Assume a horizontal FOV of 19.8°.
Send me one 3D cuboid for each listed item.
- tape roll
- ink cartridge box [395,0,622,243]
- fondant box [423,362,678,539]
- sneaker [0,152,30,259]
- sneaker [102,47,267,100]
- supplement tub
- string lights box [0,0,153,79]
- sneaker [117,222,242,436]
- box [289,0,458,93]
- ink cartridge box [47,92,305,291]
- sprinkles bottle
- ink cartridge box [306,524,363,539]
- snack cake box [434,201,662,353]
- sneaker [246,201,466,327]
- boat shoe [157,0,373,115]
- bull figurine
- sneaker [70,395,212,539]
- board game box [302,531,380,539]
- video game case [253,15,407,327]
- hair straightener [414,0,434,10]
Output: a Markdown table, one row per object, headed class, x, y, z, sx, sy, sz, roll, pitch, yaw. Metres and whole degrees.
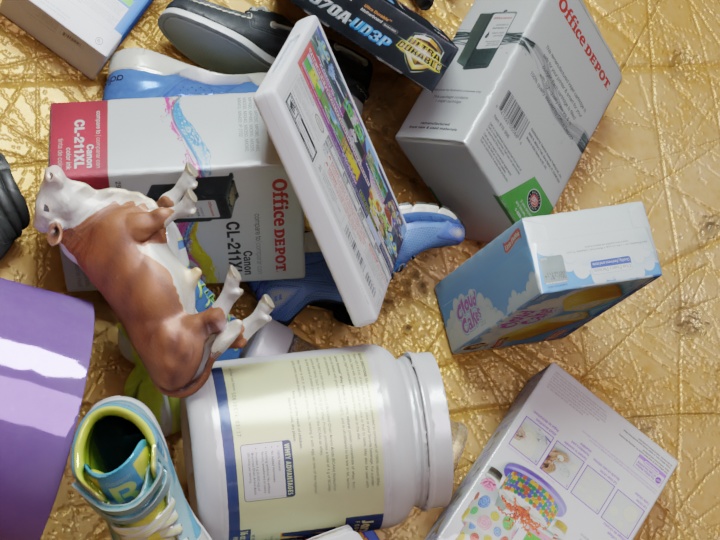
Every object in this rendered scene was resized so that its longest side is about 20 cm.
| class | x | y | z | sx | sy | sz | roll | pitch | yaw |
| --- | --- | --- | --- | --- | --- | --- | --- | --- | --- |
| tape roll | -0.268 | 0.110 | 1.558 | 0.084 | 0.200 | 0.202 | 15 | 69 | -15 |
| ink cartridge box | 0.134 | -0.144 | 1.808 | 0.201 | 0.083 | 0.147 | -59 | 135 | -25 |
| fondant box | 0.161 | 0.202 | 1.759 | 0.144 | 0.058 | 0.200 | 38 | 64 | -5 |
| sneaker | -0.348 | -0.083 | 1.665 | 0.099 | 0.071 | 0.200 | -42 | 96 | -27 |
| sneaker | -0.123 | -0.113 | 1.744 | 0.198 | 0.077 | 0.112 | 13 | 64 | -11 |
| supplement tub | -0.036 | 0.135 | 1.610 | 0.198 | 0.145 | 0.146 | -6 | 75 | -8 |
| string lights box | -0.211 | -0.276 | 1.776 | 0.102 | 0.059 | 0.201 | 36 | 65 | -6 |
| sneaker | -0.144 | 0.032 | 1.659 | 0.075 | 0.201 | 0.105 | 29 | 39 | 32 |
| box | 0.002 | -0.222 | 1.763 | 0.158 | 0.200 | 0.046 | 33 | 98 | -7 |
| ink cartridge box | -0.143 | -0.063 | 1.650 | 0.198 | 0.146 | 0.083 | -3 | 51 | -2 |
| sprinkles bottle | -0.009 | 0.114 | 1.720 | 0.199 | 0.068 | 0.069 | 29 | 66 | -9 |
| ink cartridge box | -0.074 | 0.300 | 1.567 | 0.084 | 0.199 | 0.146 | -6 | 70 | -63 |
| snack cake box | 0.155 | 0.009 | 1.738 | 0.114 | 0.200 | 0.068 | -9 | 77 | -21 |
| sneaker | 0.000 | 0.000 | 1.764 | 0.199 | 0.079 | 0.090 | -18 | 87 | -15 |
| boat shoe | -0.081 | -0.194 | 1.792 | 0.199 | 0.075 | 0.061 | 27 | 67 | -23 |
| bull figurine | -0.157 | -0.006 | 1.542 | 0.121 | 0.065 | 0.201 | -31 | 93 | 14 |
| sneaker | -0.154 | 0.184 | 1.477 | 0.079 | 0.131 | 0.201 | -27 | 84 | -3 |
| board game box | -0.034 | 0.269 | 1.676 | 0.134 | 0.045 | 0.201 | -32 | 86 | -25 |
| video game case | -0.020 | -0.081 | 1.619 | 0.023 | 0.182 | 0.201 | -18 | 110 | 17 |
| hair straightener | 0.010 | -0.320 | 1.877 | 0.077 | 0.041 | 0.201 | -33 | 86 | -25 |
